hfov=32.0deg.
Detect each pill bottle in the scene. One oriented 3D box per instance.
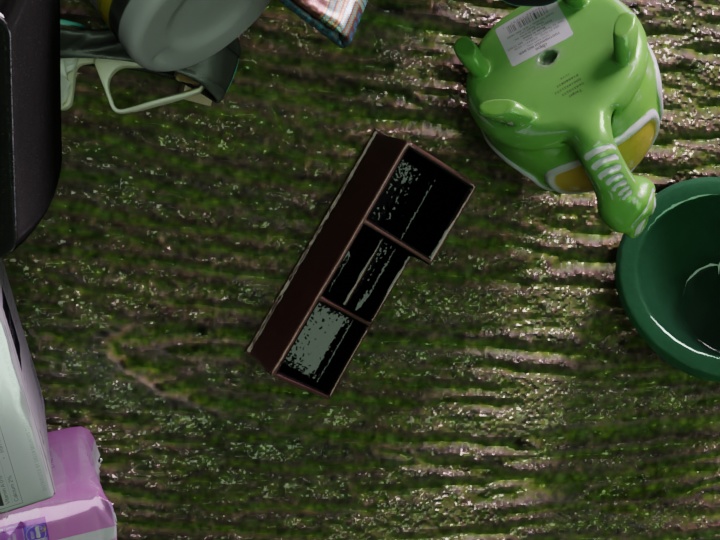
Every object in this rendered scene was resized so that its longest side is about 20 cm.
[{"bbox_3d":[-0.150,-0.236,0.796,0.114,0.114,0.200,-35,76,-8],"label":"pill bottle"}]

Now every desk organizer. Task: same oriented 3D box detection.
[{"bbox_3d":[0.000,0.000,0.938,0.072,0.077,0.201,30,90,-19],"label":"desk organizer"}]

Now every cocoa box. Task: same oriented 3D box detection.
[{"bbox_3d":[-0.279,0.073,0.802,0.131,0.200,0.134,-16,105,-13],"label":"cocoa box"}]

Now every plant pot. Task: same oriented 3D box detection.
[{"bbox_3d":[-0.260,-0.106,0.685,0.198,0.178,0.201,-2,119,-17],"label":"plant pot"}]

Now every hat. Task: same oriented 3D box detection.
[{"bbox_3d":[0.312,0.037,1.072,0.166,0.176,0.200,-42,71,-4],"label":"hat"}]

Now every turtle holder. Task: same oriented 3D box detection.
[{"bbox_3d":[0.166,-0.119,0.917,0.141,0.185,0.132,-48,135,-10],"label":"turtle holder"}]

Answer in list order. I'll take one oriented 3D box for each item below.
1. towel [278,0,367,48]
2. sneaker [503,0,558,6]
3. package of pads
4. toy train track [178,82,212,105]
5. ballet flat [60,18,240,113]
[{"bbox_3d":[-0.032,-0.252,0.771,0.146,0.022,0.201,33,57,-23],"label":"towel"},{"bbox_3d":[0.060,-0.270,0.907,0.199,0.078,0.141,10,64,-5],"label":"sneaker"},{"bbox_3d":[-0.272,0.176,0.864,0.199,0.120,0.076,-11,108,-15],"label":"package of pads"},{"bbox_3d":[-0.096,-0.220,0.898,0.114,0.033,0.201,11,102,-25],"label":"toy train track"},{"bbox_3d":[-0.181,-0.142,0.848,0.199,0.068,0.069,2,93,-4],"label":"ballet flat"}]
